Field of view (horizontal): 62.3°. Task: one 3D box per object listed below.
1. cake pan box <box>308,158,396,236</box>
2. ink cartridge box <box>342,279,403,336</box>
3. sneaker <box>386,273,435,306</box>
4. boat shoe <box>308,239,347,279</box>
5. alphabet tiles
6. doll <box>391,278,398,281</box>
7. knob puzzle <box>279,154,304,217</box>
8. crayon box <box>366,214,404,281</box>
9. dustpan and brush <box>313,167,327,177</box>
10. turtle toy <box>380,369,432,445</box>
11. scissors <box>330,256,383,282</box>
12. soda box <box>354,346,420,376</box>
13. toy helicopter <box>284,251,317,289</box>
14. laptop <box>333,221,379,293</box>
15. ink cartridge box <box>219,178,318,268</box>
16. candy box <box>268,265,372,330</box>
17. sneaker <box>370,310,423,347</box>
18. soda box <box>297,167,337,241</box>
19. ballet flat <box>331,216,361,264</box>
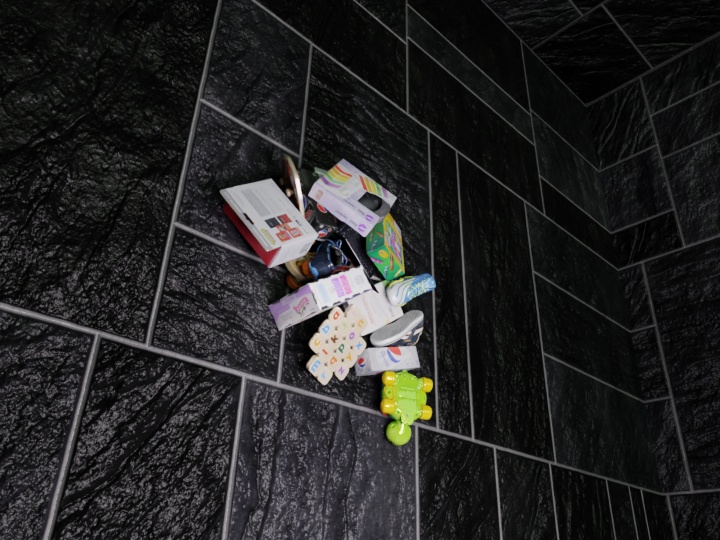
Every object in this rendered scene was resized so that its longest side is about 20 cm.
[{"bbox_3d":[-0.016,-0.197,1.605,0.200,0.052,0.184,37,42,3],"label":"cake pan box"},{"bbox_3d":[0.022,0.109,1.657,0.200,0.067,0.118,-21,87,-50],"label":"ink cartridge box"},{"bbox_3d":[0.151,0.044,1.705,0.076,0.105,0.200,66,28,-2],"label":"sneaker"},{"bbox_3d":[-0.071,-0.028,1.526,0.084,0.068,0.200,61,18,-20],"label":"boat shoe"},{"bbox_3d":[-0.056,0.184,1.490,0.200,0.015,0.196,-54,140,-17],"label":"alphabet tiles"},{"bbox_3d":[0.084,-0.009,1.791,0.136,0.048,0.201,-1,68,-66],"label":"doll"},{"bbox_3d":[-0.181,-0.204,1.528,0.030,0.220,0.221,-13,79,-13],"label":"knob puzzle"},{"bbox_3d":[0.067,-0.082,1.667,0.119,0.058,0.200,53,23,-34],"label":"crayon box"},{"bbox_3d":[-0.063,-0.220,1.666,0.139,0.057,0.201,14,51,-19],"label":"dustpan and brush"},{"bbox_3d":[0.110,0.364,1.597,0.145,0.101,0.201,14,62,-16],"label":"turtle toy"},{"bbox_3d":[0.000,0.000,1.674,0.199,0.073,0.014,6,26,-34],"label":"scissors"},{"bbox_3d":[0.073,0.249,1.643,0.200,0.068,0.064,5,67,-45],"label":"soda box"},{"bbox_3d":[-0.138,-0.036,1.574,0.133,0.079,0.200,59,29,7],"label":"toy helicopter"},{"bbox_3d":[0.016,-0.058,1.608,0.178,0.103,0.200,59,45,-19],"label":"laptop"},{"bbox_3d":[-0.235,-0.113,1.438,0.200,0.084,0.175,50,39,15],"label":"ink cartridge box"},{"bbox_3d":[-0.099,0.066,1.474,0.200,0.167,0.072,-20,85,-49],"label":"candy box"},{"bbox_3d":[0.112,0.188,1.702,0.200,0.078,0.080,-25,118,-36],"label":"sneaker"},{"bbox_3d":[-0.132,-0.178,1.605,0.071,0.063,0.201,11,47,-43],"label":"soda box"},{"bbox_3d":[-0.034,-0.090,1.695,0.200,0.069,0.071,52,56,-9],"label":"ballet flat"}]
